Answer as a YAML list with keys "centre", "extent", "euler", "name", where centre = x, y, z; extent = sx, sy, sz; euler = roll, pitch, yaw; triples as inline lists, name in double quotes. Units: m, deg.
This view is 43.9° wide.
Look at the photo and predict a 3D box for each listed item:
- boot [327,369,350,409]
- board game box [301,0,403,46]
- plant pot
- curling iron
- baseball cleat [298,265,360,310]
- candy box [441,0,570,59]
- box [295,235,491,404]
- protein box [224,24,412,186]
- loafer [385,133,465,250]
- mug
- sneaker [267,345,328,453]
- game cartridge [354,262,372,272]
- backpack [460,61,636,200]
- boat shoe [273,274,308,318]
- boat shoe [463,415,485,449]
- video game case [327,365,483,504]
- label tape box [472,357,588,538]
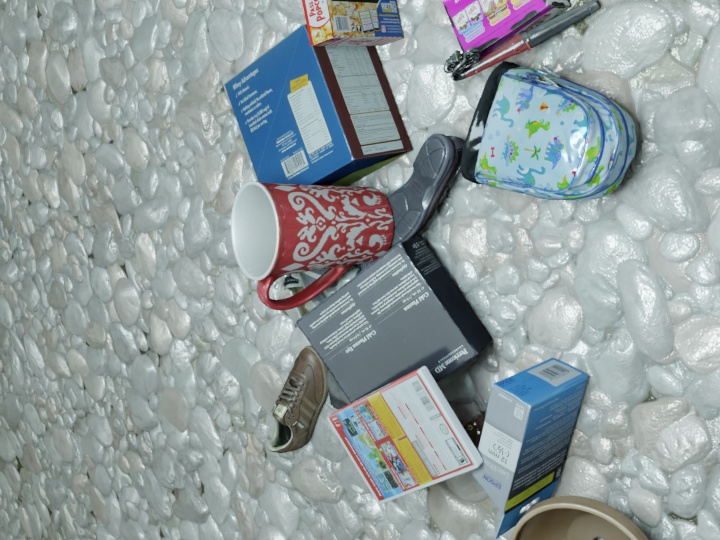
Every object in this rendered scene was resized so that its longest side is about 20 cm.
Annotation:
- centre: [0.011, 0.167, 1.369]
  extent: [0.199, 0.070, 0.133]
  euler: [11, 123, 38]
  name: "boot"
- centre: [-0.021, -0.410, 1.216]
  extent: [0.046, 0.151, 0.202]
  euler: [-8, 95, 42]
  name: "board game box"
- centre: [0.298, 0.372, 1.155]
  extent: [0.199, 0.093, 0.203]
  euler: [11, 112, 29]
  name: "plant pot"
- centre: [0.194, -0.278, 1.087]
  extent: [0.199, 0.050, 0.026]
  euler: [-20, 78, 15]
  name: "curling iron"
- centre: [-0.058, -0.014, 1.358]
  extent: [0.106, 0.070, 0.201]
  euler: [-17, 104, 24]
  name: "baseball cleat"
- centre: [0.159, -0.386, 1.119]
  extent: [0.136, 0.061, 0.201]
  euler: [-25, 84, 43]
  name: "candy box"
- centre: [0.047, 0.085, 1.255]
  extent: [0.199, 0.104, 0.183]
  euler: [-36, 84, 21]
  name: "box"
- centre: [-0.065, -0.226, 1.312]
  extent: [0.198, 0.134, 0.202]
  euler: [-23, 85, 43]
  name: "protein box"
- centre: [0.091, -0.104, 1.254]
  extent: [0.072, 0.063, 0.201]
  euler: [56, 133, 30]
  name: "loafer"
- centre: [-0.072, -0.047, 1.262]
  extent: [0.134, 0.199, 0.178]
  euler: [62, 140, 28]
  name: "mug"
- centre: [-0.108, 0.225, 1.507]
  extent: [0.070, 0.075, 0.202]
  euler: [28, 119, 34]
  name: "sneaker"
- centre: [0.000, 0.000, 1.381]
  extent: [0.133, 0.040, 0.202]
  euler: [8, 106, 37]
  name: "game cartridge"
- centre: [0.227, -0.157, 1.075]
  extent: [0.199, 0.154, 0.164]
  euler: [24, 101, 22]
  name: "backpack"
- centre: [-0.100, 0.012, 1.438]
  extent: [0.074, 0.086, 0.204]
  euler: [-18, 89, 43]
  name: "boat shoe"
- centre: [0.116, 0.264, 1.320]
  extent: [0.199, 0.070, 0.071]
  euler: [-26, 90, 34]
  name: "boat shoe"
- centre: [0.054, 0.223, 1.190]
  extent: [0.200, 0.017, 0.144]
  euler: [-33, 87, 42]
  name: "video game case"
- centre: [0.215, 0.229, 1.168]
  extent: [0.066, 0.143, 0.202]
  euler: [28, 118, 36]
  name: "label tape box"
